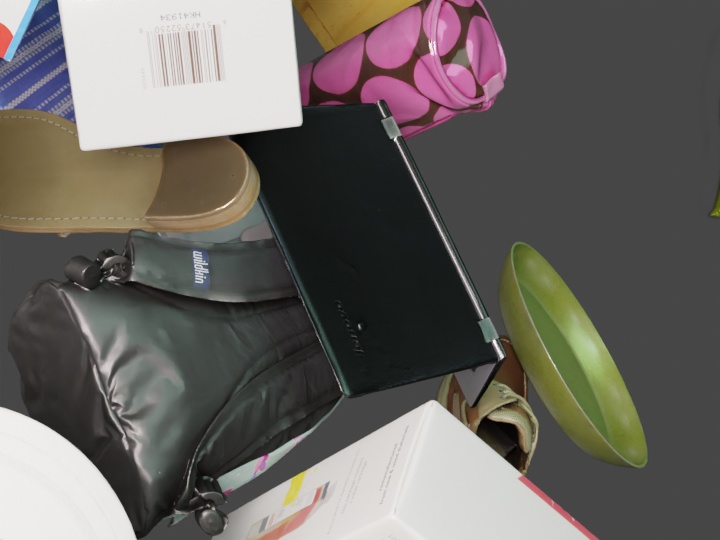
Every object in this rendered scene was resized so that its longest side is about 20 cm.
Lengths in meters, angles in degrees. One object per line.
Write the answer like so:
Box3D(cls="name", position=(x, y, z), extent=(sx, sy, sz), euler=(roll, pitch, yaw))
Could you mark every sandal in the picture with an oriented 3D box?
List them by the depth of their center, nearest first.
Box3D(cls="sandal", position=(-0.152, -0.043, 0.849), extent=(0.070, 0.211, 0.078), euler=(57, 43, -59))

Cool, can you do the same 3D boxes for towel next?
Box3D(cls="towel", position=(-0.208, -0.149, 0.956), extent=(0.200, 0.024, 0.145), euler=(47, 40, -8))

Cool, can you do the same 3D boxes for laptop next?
Box3D(cls="laptop", position=(0.000, 0.000, 0.907), extent=(0.116, 0.200, 0.188), euler=(-21, 74, -11))

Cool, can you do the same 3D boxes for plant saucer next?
Box3D(cls="plant saucer", position=(0.161, 0.071, 1.123), extent=(0.200, 0.031, 0.200), euler=(49, 21, -26))

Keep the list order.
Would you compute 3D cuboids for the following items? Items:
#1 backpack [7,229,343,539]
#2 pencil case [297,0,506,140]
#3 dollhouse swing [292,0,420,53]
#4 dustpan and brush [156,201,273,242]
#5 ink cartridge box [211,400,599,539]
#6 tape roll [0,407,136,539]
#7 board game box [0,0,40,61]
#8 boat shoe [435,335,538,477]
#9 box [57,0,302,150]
Box3D(cls="backpack", position=(-0.097, 0.053, 0.835), extent=(0.200, 0.126, 0.168), euler=(-22, 95, -49))
Box3D(cls="pencil case", position=(0.012, -0.122, 1.018), extent=(0.091, 0.200, 0.094), euler=(-33, 97, -47))
Box3D(cls="dollhouse swing", position=(0.030, -0.265, 1.166), extent=(0.200, 0.176, 0.182), euler=(55, 39, 4))
Box3D(cls="dustpan and brush", position=(-0.041, -0.027, 1.005), extent=(0.200, 0.057, 0.140), euler=(-19, 76, -51))
Box3D(cls="ink cartridge box", position=(0.016, 0.179, 0.800), extent=(0.145, 0.200, 0.084), euler=(40, 44, -17))
Box3D(cls="tape roll", position=(-0.206, 0.145, 0.581), extent=(0.202, 0.139, 0.204), euler=(-4, 95, -41))
Box3D(cls="board game box", position=(-0.273, -0.210, 0.815), extent=(0.195, 0.056, 0.200), euler=(25, 16, -20))
Box3D(cls="boat shoe", position=(0.096, 0.122, 1.023), extent=(0.076, 0.074, 0.200), euler=(39, 41, -18))
Box3D(cls="box", position=(-0.110, -0.149, 0.843), extent=(0.124, 0.098, 0.200), euler=(-8, 21, -8))
